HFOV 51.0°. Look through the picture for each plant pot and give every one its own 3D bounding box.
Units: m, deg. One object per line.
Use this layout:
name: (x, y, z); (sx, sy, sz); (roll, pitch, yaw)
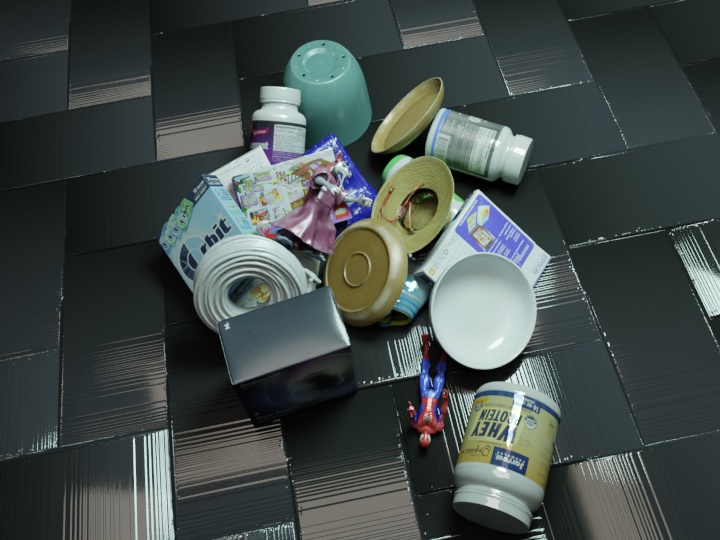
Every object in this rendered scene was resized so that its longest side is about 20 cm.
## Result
plant pot: (-0.079, -0.386, 1.606); (0.198, 0.162, 0.203); (-2, 60, 3)
plant pot: (0.101, -0.311, 1.552); (0.027, 0.199, 0.201); (40, 62, -22)
plant pot: (0.000, 0.000, 1.380); (0.198, 0.027, 0.203); (-12, 71, 38)

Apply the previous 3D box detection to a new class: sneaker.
sneaker: (0.032, 0.027, 1.402); (0.198, 0.080, 0.131); (25, 63, 18)

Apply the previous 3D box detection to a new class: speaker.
speaker: (0.134, -0.143, 1.491); (0.088, 0.089, 0.200); (-38, 64, -18)

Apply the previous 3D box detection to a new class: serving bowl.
serving bowl: (0.206, 0.070, 1.325); (0.197, 0.066, 0.203); (1, 87, -16)

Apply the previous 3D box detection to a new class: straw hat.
straw hat: (0.118, -0.107, 1.394); (0.200, 0.085, 0.203); (-23, 56, 39)

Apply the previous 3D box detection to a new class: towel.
towel: (-0.048, -0.152, 1.475); (0.147, 0.049, 0.201); (-40, 98, -19)

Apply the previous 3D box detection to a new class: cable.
cable: (-0.191, 0.037, 1.305); (0.199, 0.200, 0.069); (-37, 28, 15)

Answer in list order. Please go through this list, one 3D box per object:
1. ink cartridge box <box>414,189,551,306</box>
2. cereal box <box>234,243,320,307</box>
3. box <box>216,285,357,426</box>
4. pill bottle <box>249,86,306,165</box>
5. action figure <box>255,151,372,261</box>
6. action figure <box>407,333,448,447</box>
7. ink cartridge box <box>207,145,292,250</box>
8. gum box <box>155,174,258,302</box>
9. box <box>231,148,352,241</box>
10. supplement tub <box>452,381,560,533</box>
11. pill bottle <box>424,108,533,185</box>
ink cartridge box: (0.231, -0.009, 1.400); (0.200, 0.043, 0.199); (40, 72, -10)
cereal box: (-0.158, 0.032, 1.433); (0.142, 0.040, 0.202); (4, 60, 8)
box: (-0.118, 0.149, 1.270); (0.198, 0.199, 0.124); (-18, 59, -6)
pill bottle: (-0.166, -0.261, 1.514); (0.110, 0.111, 0.203); (5, 95, 7)
action figure: (-0.075, -0.123, 1.375); (0.147, 0.134, 0.202); (11, 74, 29)
action figure: (0.120, 0.197, 1.288); (0.064, 0.099, 0.202); (5, 62, 8)
ink cartridge box: (-0.195, -0.120, 1.443); (0.118, 0.042, 0.202); (-29, 93, -9)
gum box: (-0.273, -0.045, 1.394); (0.170, 0.044, 0.201); (-46, 73, 26)
box: (-0.129, -0.135, 1.416); (0.198, 0.039, 0.139); (-17, 94, -11)
supplement tub: (0.229, 0.294, 1.192); (0.143, 0.145, 0.202); (15, 61, 12)
pill bottle: (0.240, -0.248, 1.530); (0.198, 0.114, 0.115); (20, 62, 15)
